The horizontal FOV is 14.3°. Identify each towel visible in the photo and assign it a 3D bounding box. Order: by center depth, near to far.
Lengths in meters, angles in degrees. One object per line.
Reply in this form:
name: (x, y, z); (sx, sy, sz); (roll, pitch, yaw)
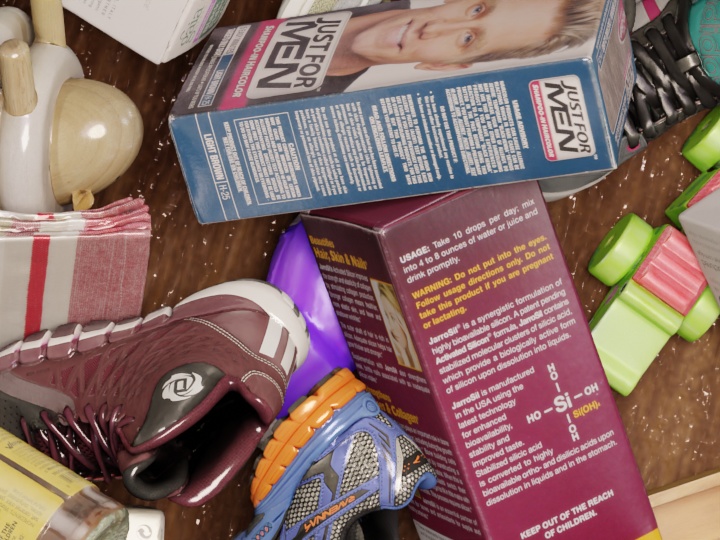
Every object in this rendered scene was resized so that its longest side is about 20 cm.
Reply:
towel: (-0.201, 0.009, 1.362); (0.199, 0.144, 0.023); (-2, 64, -10)

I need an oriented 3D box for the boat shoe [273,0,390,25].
boat shoe: (0.004, -0.141, 1.388); (0.065, 0.202, 0.075); (27, 39, 0)

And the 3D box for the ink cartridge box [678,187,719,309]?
ink cartridge box: (0.247, 0.049, 1.421); (0.067, 0.116, 0.200); (-33, 112, -14)

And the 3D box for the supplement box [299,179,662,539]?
supplement box: (0.057, 0.051, 1.364); (0.085, 0.110, 0.201); (-24, 103, -17)

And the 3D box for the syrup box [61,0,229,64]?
syrup box: (-0.147, -0.191, 1.381); (0.200, 0.081, 0.079); (31, 119, 5)

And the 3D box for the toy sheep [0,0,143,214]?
toy sheep: (-0.200, -0.072, 1.371); (0.199, 0.138, 0.138); (8, 84, 12)

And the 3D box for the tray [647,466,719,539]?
tray: (0.122, 0.173, 1.459); (0.199, 0.037, 0.099); (-17, 89, -10)

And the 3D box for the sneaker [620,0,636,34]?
sneaker: (0.144, -0.186, 1.418); (0.115, 0.075, 0.200); (-4, 44, -6)

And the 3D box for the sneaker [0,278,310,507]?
sneaker: (-0.121, 0.076, 1.347); (0.199, 0.116, 0.076); (-24, 117, 18)

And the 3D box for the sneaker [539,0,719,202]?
sneaker: (0.161, -0.102, 1.414); (0.200, 0.121, 0.084); (-37, 100, -30)

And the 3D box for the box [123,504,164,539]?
box: (-0.197, 0.143, 1.381); (0.199, 0.082, 0.069); (4, 86, -11)

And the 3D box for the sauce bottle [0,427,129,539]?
sauce bottle: (-0.201, 0.086, 1.320); (0.200, 0.065, 0.065); (31, 80, 18)

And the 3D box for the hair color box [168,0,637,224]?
hair color box: (0.021, -0.081, 1.324); (0.199, 0.100, 0.061); (-7, 118, 15)

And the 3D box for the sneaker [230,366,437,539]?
sneaker: (-0.025, 0.145, 1.371); (0.078, 0.075, 0.200); (34, 125, 18)

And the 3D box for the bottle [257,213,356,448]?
bottle: (0.000, 0.000, 1.433); (0.084, 0.065, 0.200); (42, 80, -9)

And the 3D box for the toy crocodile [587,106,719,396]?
toy crocodile: (0.179, -0.025, 1.469); (0.067, 0.062, 0.200); (40, 81, -5)
